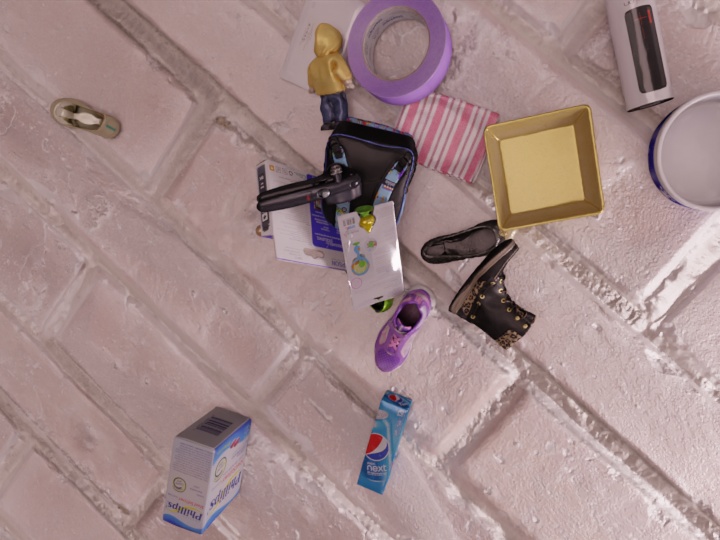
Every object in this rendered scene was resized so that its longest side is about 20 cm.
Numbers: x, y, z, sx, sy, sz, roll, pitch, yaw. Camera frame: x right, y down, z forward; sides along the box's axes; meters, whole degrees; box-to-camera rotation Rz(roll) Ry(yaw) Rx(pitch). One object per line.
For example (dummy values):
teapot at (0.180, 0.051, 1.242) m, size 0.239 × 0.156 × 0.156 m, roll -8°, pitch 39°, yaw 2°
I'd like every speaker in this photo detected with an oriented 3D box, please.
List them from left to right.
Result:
speaker at (0.494, -0.393, 1.025) m, size 0.080 × 0.081 × 0.204 m, roll -12°, pitch 94°, yaw 16°

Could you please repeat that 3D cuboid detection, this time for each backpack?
backpack at (0.012, -0.175, 1.138) m, size 0.179 × 0.135 × 0.203 m, roll 11°, pitch 122°, yaw 1°

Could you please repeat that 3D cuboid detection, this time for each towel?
towel at (0.161, -0.274, 1.154) m, size 0.197 × 0.030 × 0.149 m, roll 22°, pitch 101°, yaw 11°

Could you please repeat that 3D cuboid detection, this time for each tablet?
tablet at (-0.081, -0.475, 1.199) m, size 0.128 × 0.014 × 0.203 m, roll 25°, pitch 103°, yaw 10°

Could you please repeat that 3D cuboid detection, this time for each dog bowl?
dog bowl at (0.618, -0.207, 1.017) m, size 0.196 × 0.079 × 0.205 m, roll 2°, pitch 97°, yaw 15°

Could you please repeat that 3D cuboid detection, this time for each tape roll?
tape roll at (0.076, -0.432, 1.124) m, size 0.196 × 0.065 × 0.205 m, roll 1°, pitch 93°, yaw 20°

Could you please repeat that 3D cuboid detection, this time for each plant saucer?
plant saucer at (0.347, -0.192, 1.102) m, size 0.196 × 0.048 × 0.204 m, roll -9°, pitch 94°, yaw 12°

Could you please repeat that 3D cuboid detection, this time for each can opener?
can opener at (-0.092, -0.140, 1.036) m, size 0.196 × 0.064 × 0.080 m, roll -14°, pitch 118°, yaw -6°

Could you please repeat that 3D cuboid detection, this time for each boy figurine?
boy figurine at (-0.063, -0.387, 1.164) m, size 0.123 × 0.064 × 0.204 m, roll 1°, pitch 103°, yaw 44°

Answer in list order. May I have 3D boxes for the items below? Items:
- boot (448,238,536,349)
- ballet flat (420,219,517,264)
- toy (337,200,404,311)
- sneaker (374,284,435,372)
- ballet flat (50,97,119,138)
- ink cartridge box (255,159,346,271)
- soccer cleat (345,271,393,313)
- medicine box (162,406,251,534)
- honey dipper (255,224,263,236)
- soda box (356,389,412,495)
boot at (0.281, 0.051, 1.132) m, size 0.150 × 0.073 × 0.201 m, roll 39°, pitch 119°, yaw 6°
ballet flat at (0.216, -0.052, 1.153) m, size 0.196 × 0.057 × 0.068 m, roll -17°, pitch 92°, yaw 12°
toy at (0.018, -0.032, 1.126) m, size 0.113 × 0.047 × 0.203 m, roll -17°, pitch 121°, yaw -15°
sneaker at (0.082, 0.126, 1.197) m, size 0.080 × 0.088 × 0.203 m, roll 30°, pitch 105°, yaw 7°
ballet flat at (-0.654, -0.358, 1.337) m, size 0.196 × 0.069 × 0.071 m, roll 17°, pitch 101°, yaw 12°
ink cartridge box at (-0.111, -0.098, 1.137) m, size 0.043 × 0.196 × 0.204 m, roll -23°, pitch 67°, yaw 39°
soccer cleat at (0.000, 0.000, 1.205) m, size 0.067 × 0.081 × 0.201 m, roll -37°, pitch 87°, yaw 16°
medicine box at (-0.341, 0.442, 1.300) m, size 0.101 × 0.182 × 0.204 m, roll 13°, pitch 101°, yaw 13°
honey dipper at (-0.162, -0.088, 1.174) m, size 0.037 × 0.200 × 0.039 m, roll 2°, pitch 99°, yaw 14°
soda box at (0.052, 0.369, 1.247) m, size 0.063 × 0.068 × 0.204 m, roll 17°, pitch 101°, yaw 11°
